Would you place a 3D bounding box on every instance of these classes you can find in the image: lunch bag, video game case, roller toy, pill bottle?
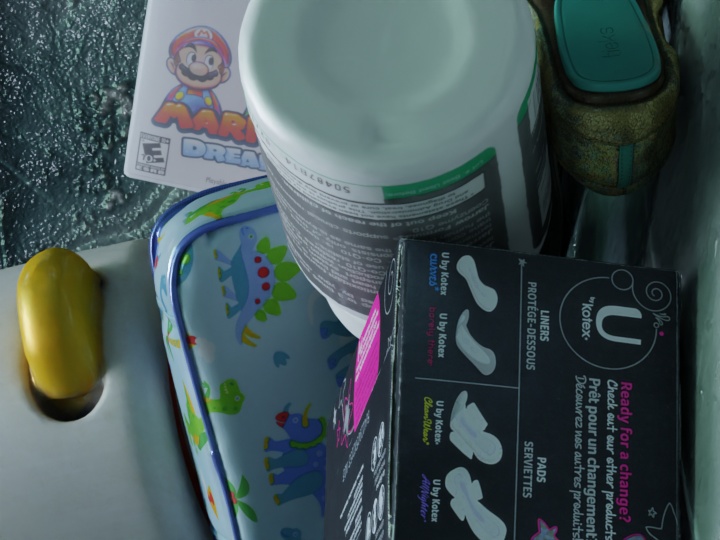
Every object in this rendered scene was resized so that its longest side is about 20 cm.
[{"bbox_3d":[-0.001,0.051,1.349,0.082,0.160,0.201,-138,33,-74],"label":"lunch bag"},{"bbox_3d":[-0.021,-0.111,1.626,0.024,0.199,0.183,-76,-2,-57],"label":"video game case"},{"bbox_3d":[-0.125,0.080,1.443,0.182,0.139,0.201,-48,-55,-76],"label":"roller toy"},{"bbox_3d":[0.019,-0.045,1.188,0.200,0.112,0.114,77,-164,-64],"label":"pill bottle"}]

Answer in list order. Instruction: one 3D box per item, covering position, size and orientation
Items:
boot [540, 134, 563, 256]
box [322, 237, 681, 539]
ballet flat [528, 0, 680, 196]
[{"bbox_3d":[0.069,-0.084,1.438,0.154,0.073,0.204,-78,-7,-50],"label":"boot"},{"bbox_3d":[0.052,0.091,1.188,0.200,0.114,0.133,109,165,-64],"label":"box"},{"bbox_3d":[0.097,-0.101,1.238,0.200,0.070,0.071,-92,12,-53],"label":"ballet flat"}]
